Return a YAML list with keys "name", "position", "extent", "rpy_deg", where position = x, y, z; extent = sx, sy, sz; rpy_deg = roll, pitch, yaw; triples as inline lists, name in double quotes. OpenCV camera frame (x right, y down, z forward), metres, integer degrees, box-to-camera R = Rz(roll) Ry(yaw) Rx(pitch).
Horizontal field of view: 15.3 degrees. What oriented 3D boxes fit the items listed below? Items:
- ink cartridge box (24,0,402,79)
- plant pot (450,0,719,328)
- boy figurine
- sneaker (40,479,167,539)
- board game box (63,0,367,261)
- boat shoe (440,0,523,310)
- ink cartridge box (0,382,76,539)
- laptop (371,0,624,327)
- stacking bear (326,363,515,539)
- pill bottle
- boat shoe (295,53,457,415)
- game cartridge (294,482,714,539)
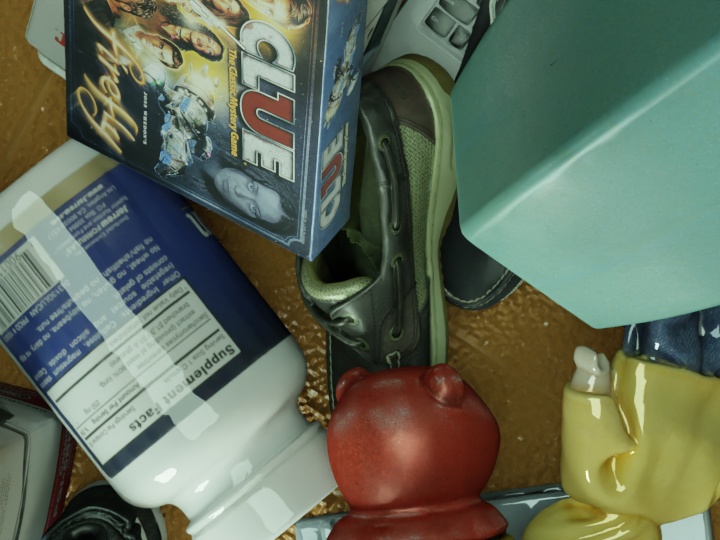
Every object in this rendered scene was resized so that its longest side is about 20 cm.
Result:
- name: "ink cartridge box"
  position: [-0.056, -0.143, 1.190]
  extent: [0.146, 0.200, 0.086]
  rpy_deg: [35, 55, 7]
- name: "plant pot"
  position: [0.140, -0.075, 1.104]
  extent: [0.141, 0.142, 0.200]
  rpy_deg: [32, 128, -32]
- name: "boy figurine"
  position: [0.133, 0.068, 1.216]
  extent: [0.064, 0.124, 0.201]
  rpy_deg: [33, 109, 45]
- name: "sneaker"
  position: [-0.128, 0.205, 1.268]
  extent: [0.072, 0.112, 0.202]
  rpy_deg: [-3, 93, 7]
- name: "board game box"
  position: [-0.062, -0.109, 1.129]
  extent: [0.135, 0.035, 0.201]
  rpy_deg: [27, 141, 19]
- name: "boat shoe"
  position: [0.062, -0.060, 1.223]
  extent: [0.072, 0.063, 0.201]
  rpy_deg: [24, 123, 12]
- name: "ink cartridge box"
  position: [-0.221, 0.092, 1.225]
  extent: [0.146, 0.200, 0.084]
  rpy_deg: [14, 95, 4]
- name: "laptop"
  position: [0.113, -0.101, 1.223]
  extent: [0.187, 0.116, 0.201]
  rpy_deg: [37, 96, 3]
- name: "stacking bear"
  position: [0.030, 0.142, 1.202]
  extent: [0.121, 0.113, 0.202]
  rpy_deg: [-6, 90, 50]
- name: "pill bottle"
  position: [-0.094, 0.039, 1.255]
  extent: [0.111, 0.111, 0.200]
  rpy_deg: [-38, 90, 7]
- name: "boat shoe"
  position: [0.001, 0.000, 1.236]
  extent: [0.072, 0.066, 0.202]
  rpy_deg: [32, 125, 43]
- name: "game cartridge"
  position: [0.075, 0.172, 1.285]
  extent: [0.198, 0.042, 0.134]
  rpy_deg: [-8, 97, 6]
